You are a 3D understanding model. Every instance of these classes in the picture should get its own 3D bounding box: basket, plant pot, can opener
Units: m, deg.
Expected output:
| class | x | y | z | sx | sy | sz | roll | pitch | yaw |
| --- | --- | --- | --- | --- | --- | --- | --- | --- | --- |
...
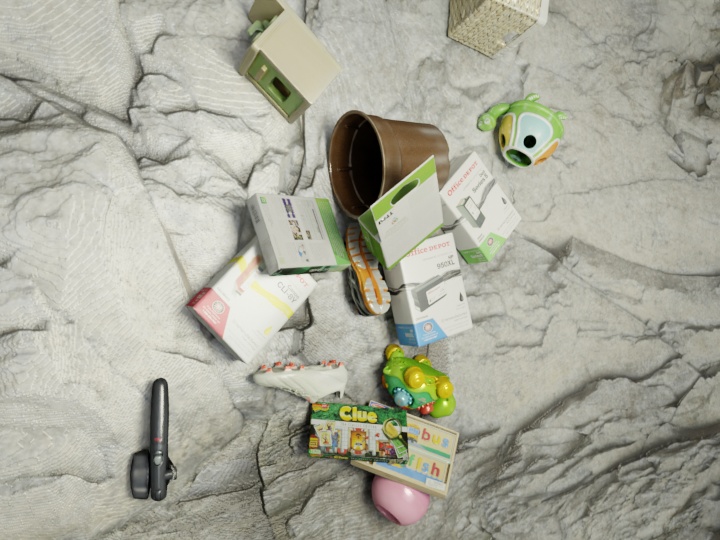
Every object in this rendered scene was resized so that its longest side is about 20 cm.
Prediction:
| class | x | y | z | sx | sy | sz | roll | pitch | yaw |
| --- | --- | --- | --- | --- | --- | --- | --- | --- | --- |
| basket | 0.311 | -0.630 | 1.227 | 0.156 | 0.197 | 0.207 | 8 | 84 | -21 |
| plant pot | 0.064 | -0.218 | 1.094 | 0.194 | 0.198 | 0.207 | -11 | 92 | -34 |
| can opener | -0.347 | 0.288 | 0.923 | 0.076 | 0.063 | 0.207 | 5 | 85 | -25 |

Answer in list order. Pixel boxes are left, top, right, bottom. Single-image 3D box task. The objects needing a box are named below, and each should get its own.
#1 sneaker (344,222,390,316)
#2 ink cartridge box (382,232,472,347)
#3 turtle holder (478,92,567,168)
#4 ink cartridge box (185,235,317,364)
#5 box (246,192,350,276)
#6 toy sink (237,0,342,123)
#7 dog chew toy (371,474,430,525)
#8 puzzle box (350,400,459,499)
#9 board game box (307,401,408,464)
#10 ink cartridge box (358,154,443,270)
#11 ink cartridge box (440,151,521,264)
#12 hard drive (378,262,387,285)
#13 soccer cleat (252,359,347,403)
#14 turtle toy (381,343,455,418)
| class | x | y | z | sx | sy | sz | roll | pitch | yaw |
| --- | --- | --- | --- | --- | --- | --- | --- | --- | --- |
| sneaker | 0.000 | 0.000 | 1.109 | 0.076 | 0.077 | 0.206 | -1 | 70 | -30 |
| ink cartridge box | 0.136 | 0.038 | 1.116 | 0.141 | 0.084 | 0.206 | -15 | 93 | -25 |
| turtle holder | 0.385 | -0.330 | 1.276 | 0.184 | 0.140 | 0.134 | 36 | 74 | -21 |
| ink cartridge box | -0.197 | 0.045 | 0.999 | 0.146 | 0.083 | 0.201 | 48 | 69 | -17 |
| box | -0.111 | -0.067 | 1.010 | 0.197 | 0.036 | 0.148 | -4 | 70 | -51 |
| toy sink | -0.154 | -0.400 | 1.018 | 0.200 | 0.130 | 0.113 | 45 | 71 | -18 |
| dog chew toy | 0.109 | 0.414 | 1.116 | 0.125 | 0.124 | 0.201 | 48 | 62 | -16 |
| puzzle box | 0.091 | 0.353 | 1.076 | 0.194 | 0.026 | 0.135 | 17 | 50 | 8 |
| board game box | -0.003 | 0.316 | 1.055 | 0.193 | 0.024 | 0.107 | 6 | 48 | -7 |
| ink cartridge box | 0.069 | -0.117 | 0.971 | 0.147 | 0.201 | 0.076 | -38 | 59 | -10 |
| ink cartridge box | 0.252 | -0.141 | 1.231 | 0.146 | 0.083 | 0.201 | -47 | 107 | -20 |
| hard drive | 0.120 | 0.027 | 1.180 | 0.135 | 0.042 | 0.201 | -45 | 106 | -21 |
| soccer cleat | -0.112 | 0.219 | 1.044 | 0.195 | 0.069 | 0.080 | 3 | 89 | -29 |
| turtle toy | 0.125 | 0.245 | 1.130 | 0.196 | 0.146 | 0.103 | 24 | 97 | -23 |
